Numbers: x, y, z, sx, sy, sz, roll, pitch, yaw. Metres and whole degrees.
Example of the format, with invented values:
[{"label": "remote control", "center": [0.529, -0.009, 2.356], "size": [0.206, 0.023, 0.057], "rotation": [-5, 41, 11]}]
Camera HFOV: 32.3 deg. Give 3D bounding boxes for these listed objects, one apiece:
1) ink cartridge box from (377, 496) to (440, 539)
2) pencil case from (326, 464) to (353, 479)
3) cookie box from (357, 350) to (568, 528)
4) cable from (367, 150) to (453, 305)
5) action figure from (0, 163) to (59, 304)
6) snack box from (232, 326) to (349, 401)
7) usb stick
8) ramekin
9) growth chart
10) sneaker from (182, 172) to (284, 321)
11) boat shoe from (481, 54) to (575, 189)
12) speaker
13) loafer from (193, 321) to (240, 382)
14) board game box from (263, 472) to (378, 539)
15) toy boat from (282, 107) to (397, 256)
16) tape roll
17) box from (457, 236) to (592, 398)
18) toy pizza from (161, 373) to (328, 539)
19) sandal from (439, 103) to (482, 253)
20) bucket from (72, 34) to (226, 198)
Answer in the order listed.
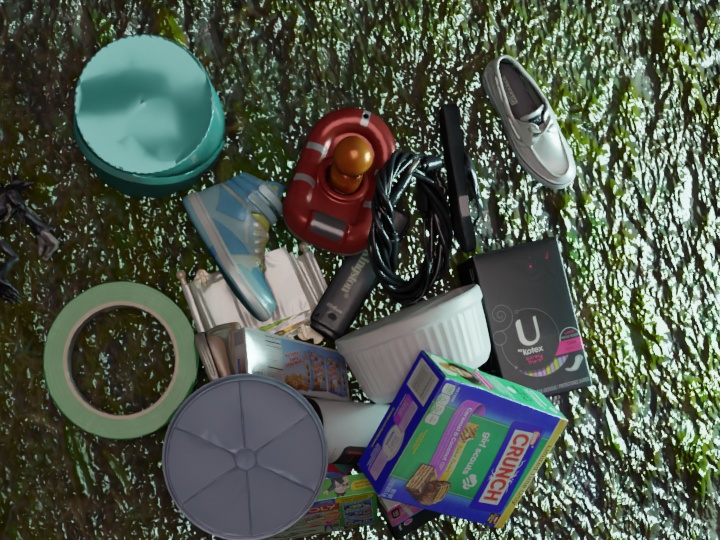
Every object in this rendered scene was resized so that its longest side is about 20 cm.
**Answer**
[{"label": "ink cartridge box", "center": [0.118, 0.272, 1.620], "size": [0.198, 0.095, 0.037], "rotation": [-31, 54, -10]}, {"label": "pencil case", "center": [-0.102, 0.213, 1.608], "size": [0.200, 0.088, 0.089], "rotation": [41, 82, -1]}, {"label": "cookie box", "center": [0.125, 0.208, 1.507], "size": [0.198, 0.075, 0.173], "rotation": [20, 107, -31]}, {"label": "cable", "center": [0.066, -0.053, 1.626], "size": [0.050, 0.162, 0.203], "rotation": [9, 98, 33]}, {"label": "action figure", "center": [-0.458, -0.038, 1.583], "size": [0.117, 0.102, 0.202], "rotation": [-17, 44, 19]}, {"label": "snack box", "center": [-0.084, 0.125, 1.572], "size": [0.024, 0.199, 0.073], "rotation": [-20, 66, 33]}, {"label": "usb stick", "center": [0.000, 0.000, 1.657], "size": [0.055, 0.033, 0.201], "rotation": [31, 77, -3]}, {"label": "ramekin", "center": [0.075, 0.097, 1.580], "size": [0.200, 0.202, 0.095], "rotation": [-22, 91, -8]}, {"label": "growth chart", "center": [-0.133, 0.045, 1.653], "size": [0.197, 0.018, 0.147], "rotation": [-15, 87, -8]}, {"label": "sneaker", "center": [-0.134, -0.043, 1.617], "size": [0.130, 0.080, 0.201], "rotation": [-30, 76, -9]}, {"label": "boat shoe", "center": [0.231, -0.202, 1.694], "size": [0.073, 0.065, 0.201], "rotation": [-35, 89, -9]}, {"label": "speaker", "center": [0.010, 0.208, 1.579], "size": [0.198, 0.081, 0.082], "rotation": [10, 82, -35]}, {"label": "loafer", "center": [-0.142, 0.161, 1.533], "size": [0.062, 0.072, 0.202], "rotation": [-23, 89, -5]}, {"label": "board game box", "center": [-0.077, 0.304, 1.568], "size": [0.197, 0.135, 0.029], "rotation": [-9, 62, -2]}, {"label": "toy boat", "center": [-0.018, -0.129, 1.611], "size": [0.129, 0.131, 0.202], "rotation": [20, 60, -5]}, {"label": "tape roll", "center": [-0.308, 0.116, 1.611], "size": [0.197, 0.048, 0.204], "rotation": [1, 84, -6]}, {"label": "box", "center": [0.215, 0.070, 1.645], "size": [0.121, 0.106, 0.203], "rotation": [-13, 85, -9]}, {"label": "toy pizza", "center": [-0.137, 0.222, 1.482], "size": [0.197, 0.032, 0.203], "rotation": [-1, 96, -6]}, {"label": "sandal", "center": [0.141, -0.126, 1.670], "size": [0.042, 0.076, 0.203], "rotation": [-6, 85, -5]}, {"label": "bucket", "center": [-0.274, -0.198, 1.601], "size": [0.204, 0.135, 0.210], "rotation": [1, 84, -5]}]
